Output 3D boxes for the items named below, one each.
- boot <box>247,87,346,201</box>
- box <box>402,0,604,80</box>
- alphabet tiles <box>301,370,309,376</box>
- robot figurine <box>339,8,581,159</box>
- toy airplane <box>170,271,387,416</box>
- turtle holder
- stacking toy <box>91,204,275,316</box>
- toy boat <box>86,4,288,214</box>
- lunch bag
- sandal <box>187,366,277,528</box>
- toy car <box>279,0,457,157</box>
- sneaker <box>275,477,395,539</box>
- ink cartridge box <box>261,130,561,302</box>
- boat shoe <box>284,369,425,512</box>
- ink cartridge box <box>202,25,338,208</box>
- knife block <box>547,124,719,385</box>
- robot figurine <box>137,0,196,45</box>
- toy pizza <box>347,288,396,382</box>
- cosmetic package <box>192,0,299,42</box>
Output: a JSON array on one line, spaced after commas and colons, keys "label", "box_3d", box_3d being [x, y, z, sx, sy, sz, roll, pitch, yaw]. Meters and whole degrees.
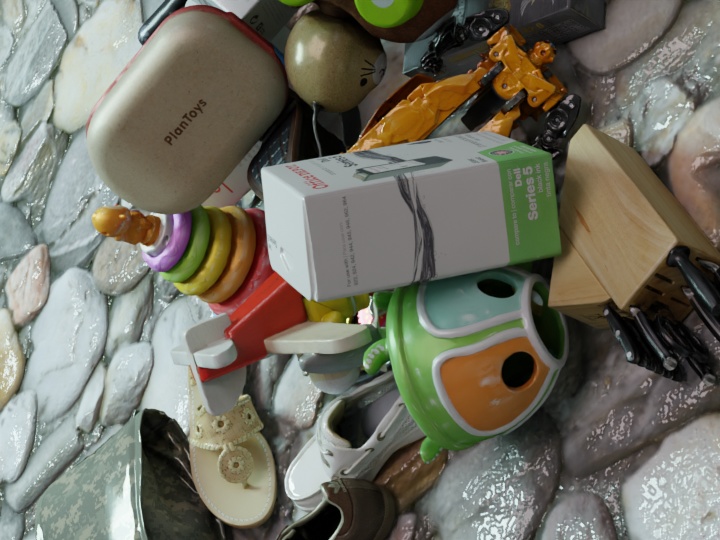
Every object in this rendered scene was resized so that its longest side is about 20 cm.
[{"label": "boot", "box_3d": [-0.044, -0.095, 1.700, 0.075, 0.097, 0.200, -48, 22, 20]}, {"label": "box", "box_3d": [0.125, -0.260, 1.675, 0.199, 0.048, 0.160, -16, 61, 45]}, {"label": "alphabet tiles", "box_3d": [0.007, 0.005, 1.724, 0.200, 0.006, 0.167, -38, 48, 33]}, {"label": "robot figurine", "box_3d": [0.086, -0.123, 1.605, 0.200, 0.058, 0.145, -40, 89, 14]}, {"label": "toy airplane", "box_3d": [-0.057, 0.055, 1.613, 0.198, 0.141, 0.200, -30, 21, 21]}, {"label": "turtle holder", "box_3d": [0.097, 0.056, 1.514, 0.131, 0.185, 0.142, -24, 92, 25]}, {"label": "stacking toy", "box_3d": [-0.163, -0.025, 1.780, 0.116, 0.199, 0.111, -8, 67, 52]}, {"label": "toy boat", "box_3d": [-0.154, -0.150, 1.713, 0.200, 0.130, 0.131, -46, 14, 21]}, {"label": "lunch bag", "box_3d": [-0.214, 0.246, 1.784, 0.164, 0.117, 0.201, -39, 52, 32]}, {"label": "sandal", "box_3d": [-0.131, 0.131, 1.757, 0.077, 0.070, 0.213, -17, 51, 4]}, {"label": "toy car", "box_3d": [-0.002, -0.185, 1.637, 0.157, 0.164, 0.201, 15, 112, 16]}, {"label": "sneaker", "box_3d": [-0.055, 0.250, 1.628, 0.201, 0.075, 0.071, -55, 41, 16]}, {"label": "ink cartridge box", "box_3d": [0.036, -0.045, 1.489, 0.145, 0.199, 0.085, -145, 47, -70]}, {"label": "boat shoe", "box_3d": [-0.008, 0.136, 1.630, 0.200, 0.069, 0.071, -42, 49, 31]}, {"label": "ink cartridge box", "box_3d": [-0.126, -0.141, 1.830, 0.200, 0.115, 0.068, -38, 21, 22]}, {"label": "knife block", "box_3d": [0.227, -0.016, 1.430, 0.175, 0.064, 0.201, -8, 67, 47]}, {"label": "robot figurine", "box_3d": [-0.156, -0.191, 1.916, 0.200, 0.150, 0.125, -47, 16, 26]}, {"label": "toy pizza", "box_3d": [0.000, 0.000, 1.704, 0.200, 0.032, 0.202, -24, 56, 41]}, {"label": "cosmetic package", "box_3d": [-0.068, -0.308, 1.732, 0.101, 0.071, 0.200, 40, 85, 21]}]
